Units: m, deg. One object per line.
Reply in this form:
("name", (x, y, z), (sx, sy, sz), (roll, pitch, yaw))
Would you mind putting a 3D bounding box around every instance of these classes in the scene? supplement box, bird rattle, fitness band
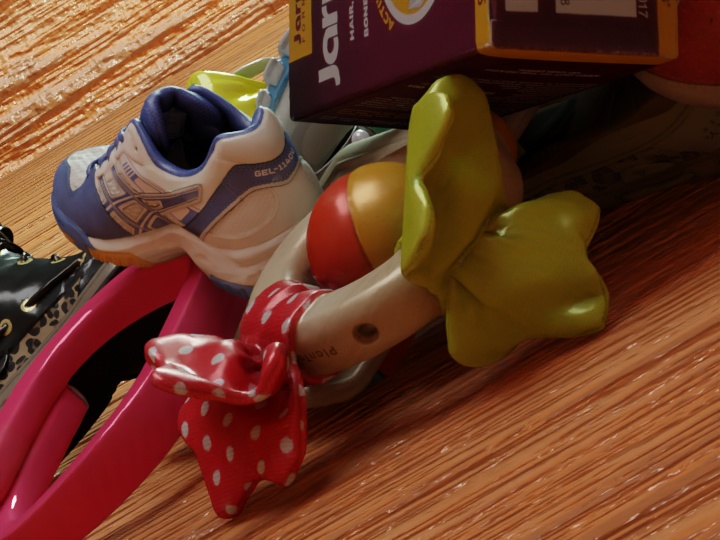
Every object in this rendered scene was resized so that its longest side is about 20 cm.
("supplement box", (0.045, -0.126, 1.171), (0.085, 0.111, 0.200), (1, -6, -24))
("bird rattle", (0.006, 0.008, 1.153), (0.200, 0.113, 0.163), (-38, 16, 25))
("fitness band", (-0.116, 0.058, 1.322), (0.143, 0.037, 0.200), (-33, 21, 30))

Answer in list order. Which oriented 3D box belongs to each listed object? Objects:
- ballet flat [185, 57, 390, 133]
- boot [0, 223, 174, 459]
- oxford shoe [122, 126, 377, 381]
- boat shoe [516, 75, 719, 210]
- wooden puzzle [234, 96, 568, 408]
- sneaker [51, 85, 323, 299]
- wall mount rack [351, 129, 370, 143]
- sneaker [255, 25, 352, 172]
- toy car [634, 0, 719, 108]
("ballet flat", (-0.024, -0.088, 1.598), (0.200, 0.067, 0.067), (-3, -28, -49))
("boot", (-0.165, 0.003, 1.484), (0.200, 0.073, 0.150), (-51, 50, -3))
("oxford shoe", (-0.067, -0.013, 1.521), (0.200, 0.085, 0.073), (-34, 13, -7))
("boat shoe", (0.106, -0.050, 1.294), (0.200, 0.063, 0.074), (-18, 41, 63))
("wooden puzzle", (0.000, 0.000, 1.296), (0.200, 0.037, 0.185), (-53, 18, -24))
("sneaker", (-0.082, -0.050, 1.306), (0.075, 0.088, 0.200), (-36, 28, -30))
("wall mount rack", (0.023, -0.138, 1.521), (0.074, 0.175, 0.200), (-22, -9, 24))
("sneaker", (0.026, -0.115, 1.349), (0.200, 0.087, 0.075), (-56, -18, 14))
("toy car", (0.165, -0.183, 1.140), (0.177, 0.201, 0.184), (-33, 43, -16))
